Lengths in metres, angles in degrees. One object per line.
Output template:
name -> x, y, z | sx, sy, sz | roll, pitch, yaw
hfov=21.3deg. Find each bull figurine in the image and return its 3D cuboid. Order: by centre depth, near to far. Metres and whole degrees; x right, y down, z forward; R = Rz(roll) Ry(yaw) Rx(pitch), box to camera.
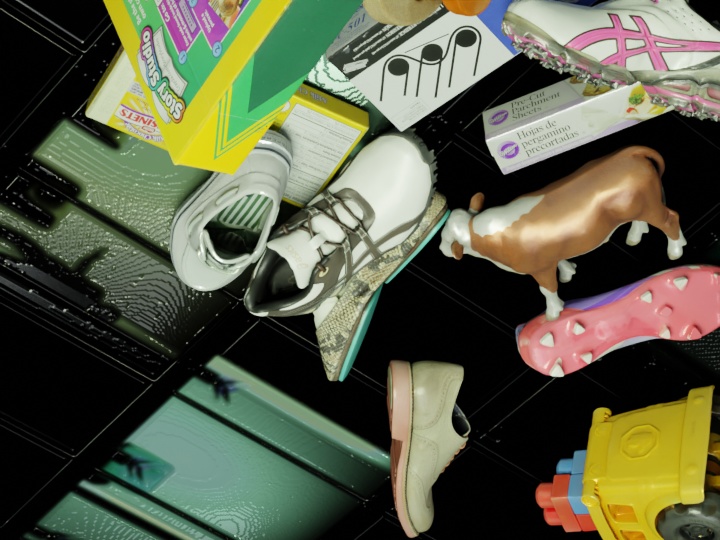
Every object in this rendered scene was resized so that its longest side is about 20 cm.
bull figurine -> 0.164, -0.032, 1.559 | 0.199, 0.065, 0.122 | -24, 131, 20

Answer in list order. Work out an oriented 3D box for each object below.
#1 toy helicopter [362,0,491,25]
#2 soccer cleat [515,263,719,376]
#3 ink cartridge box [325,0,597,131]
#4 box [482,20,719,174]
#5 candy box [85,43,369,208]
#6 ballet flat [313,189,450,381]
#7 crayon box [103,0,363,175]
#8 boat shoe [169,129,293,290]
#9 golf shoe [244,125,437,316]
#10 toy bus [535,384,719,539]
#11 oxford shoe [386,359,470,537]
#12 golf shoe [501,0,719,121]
toy helicopter -> 0.030, -0.268, 1.307 | 0.132, 0.079, 0.201 | -9, 110, -46
soccer cleat -> 0.227, 0.035, 1.629 | 0.199, 0.076, 0.067 | -20, 110, -7
ink cartridge box -> 0.078, -0.194, 1.428 | 0.199, 0.044, 0.094 | -32, 126, 23
box -> 0.193, -0.134, 1.487 | 0.199, 0.042, 0.039 | -20, 128, 16
candy box -> -0.103, -0.122, 1.496 | 0.199, 0.027, 0.102 | 23, 132, -20
ballet flat -> 0.000, 0.000, 1.591 | 0.075, 0.068, 0.200 | 32, 120, 0
crayon box -> -0.097, -0.198, 1.315 | 0.058, 0.201, 0.173 | 6, 137, -40
boat shoe -> -0.110, -0.032, 1.526 | 0.073, 0.067, 0.200 | 15, 142, -10
golf shoe -> -0.017, -0.028, 1.505 | 0.078, 0.094, 0.200 | 45, 118, 10
toy bus -> 0.266, 0.215, 1.745 | 0.191, 0.136, 0.200 | -9, 135, 24
oxford shoe -> 0.063, 0.164, 1.724 | 0.073, 0.071, 0.201 | -4, 131, -2
golf shoe -> 0.198, -0.174, 1.399 | 0.199, 0.073, 0.093 | 14, 95, -18
